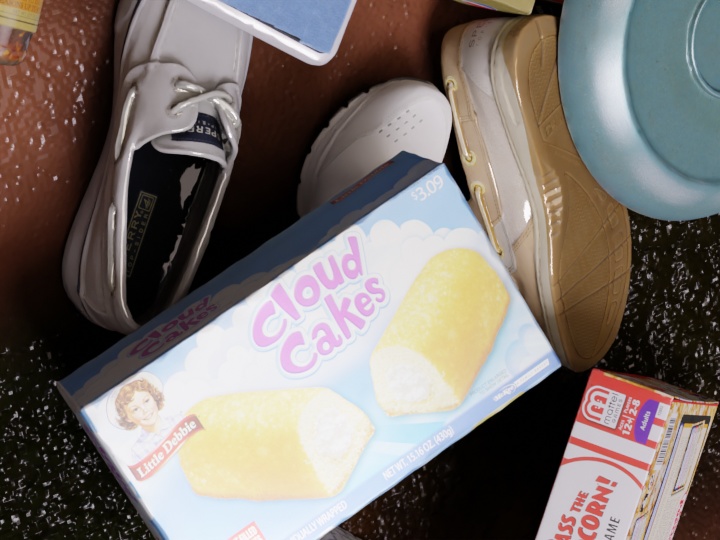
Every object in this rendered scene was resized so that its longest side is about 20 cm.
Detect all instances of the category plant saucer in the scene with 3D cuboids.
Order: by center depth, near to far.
[{"bbox_3d":[0.185,-0.121,1.217,0.199,0.027,0.202,-11,109,-33],"label":"plant saucer"}]

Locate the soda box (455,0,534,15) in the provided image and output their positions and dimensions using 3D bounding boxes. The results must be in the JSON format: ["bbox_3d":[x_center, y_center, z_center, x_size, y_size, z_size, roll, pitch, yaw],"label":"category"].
[{"bbox_3d":[0.071,-0.233,1.173,0.064,0.068,0.201,16,93,-34],"label":"soda box"}]

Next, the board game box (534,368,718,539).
[{"bbox_3d":[0.134,0.132,1.242,0.200,0.046,0.152,17,92,-75],"label":"board game box"}]

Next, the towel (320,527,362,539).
[{"bbox_3d":[0.042,0.222,1.207,0.200,0.165,0.086,34,91,-32],"label":"towel"}]

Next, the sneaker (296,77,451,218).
[{"bbox_3d":[0.000,0.000,1.173,0.074,0.087,0.201,26,86,-32],"label":"sneaker"}]

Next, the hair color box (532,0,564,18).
[{"bbox_3d":[0.193,-0.160,1.270,0.200,0.061,0.102,-39,121,-18],"label":"hair color box"}]

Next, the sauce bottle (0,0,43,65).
[{"bbox_3d":[-0.155,-0.193,1.043,0.066,0.066,0.201,9,98,-33],"label":"sauce bottle"}]

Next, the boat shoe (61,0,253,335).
[{"bbox_3d":[-0.087,-0.066,1.115,0.072,0.066,0.201,19,91,-33],"label":"boat shoe"}]

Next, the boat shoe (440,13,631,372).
[{"bbox_3d":[0.088,-0.042,1.229,0.074,0.069,0.201,-36,124,-38],"label":"boat shoe"}]

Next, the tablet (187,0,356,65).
[{"bbox_3d":[-0.035,-0.212,1.114,0.130,0.014,0.201,26,76,-22],"label":"tablet"}]

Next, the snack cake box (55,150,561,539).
[{"bbox_3d":[-0.023,0.048,1.089,0.199,0.067,0.115,-35,106,-10],"label":"snack cake box"}]
